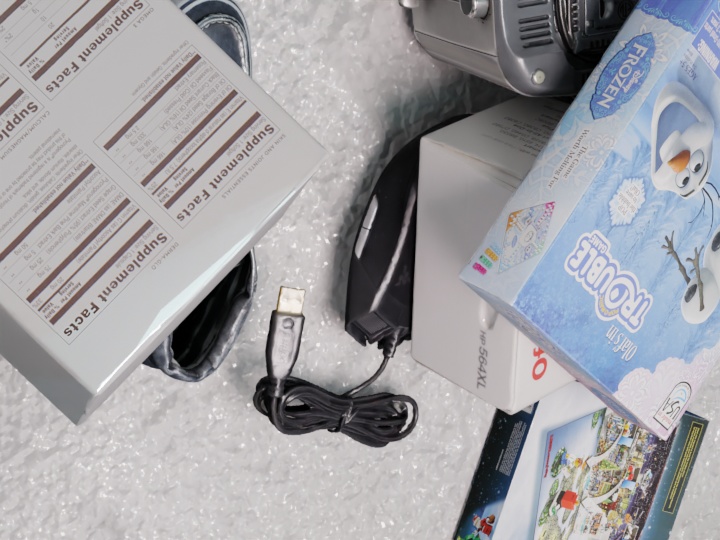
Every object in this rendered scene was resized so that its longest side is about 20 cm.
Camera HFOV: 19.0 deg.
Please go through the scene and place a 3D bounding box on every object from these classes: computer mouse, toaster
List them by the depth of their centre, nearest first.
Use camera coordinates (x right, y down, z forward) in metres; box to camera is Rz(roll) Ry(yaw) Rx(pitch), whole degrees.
[{"bbox_3d":[0.120,-0.165,1.181,0.200,0.129,0.114,-14,110,-28],"label":"toaster"},{"bbox_3d":[0.000,0.000,1.190,0.140,0.046,0.200,5,107,-49],"label":"computer mouse"}]

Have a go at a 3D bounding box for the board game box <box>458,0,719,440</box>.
[{"bbox_3d":[0.163,-0.032,1.147,0.199,0.043,0.200,-56,141,-4],"label":"board game box"}]

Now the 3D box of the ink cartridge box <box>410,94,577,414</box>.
[{"bbox_3d":[0.126,-0.029,1.211,0.200,0.084,0.146,-23,127,-38],"label":"ink cartridge box"}]

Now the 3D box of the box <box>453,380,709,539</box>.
[{"bbox_3d":[0.124,0.167,1.324,0.136,0.038,0.200,18,93,-34],"label":"box"}]

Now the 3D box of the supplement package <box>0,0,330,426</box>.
[{"bbox_3d":[-0.145,-0.056,0.981,0.200,0.152,0.151,44,76,-1],"label":"supplement package"}]

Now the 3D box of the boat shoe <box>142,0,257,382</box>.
[{"bbox_3d":[-0.081,-0.043,1.108,0.071,0.091,0.201,8,98,-34],"label":"boat shoe"}]
